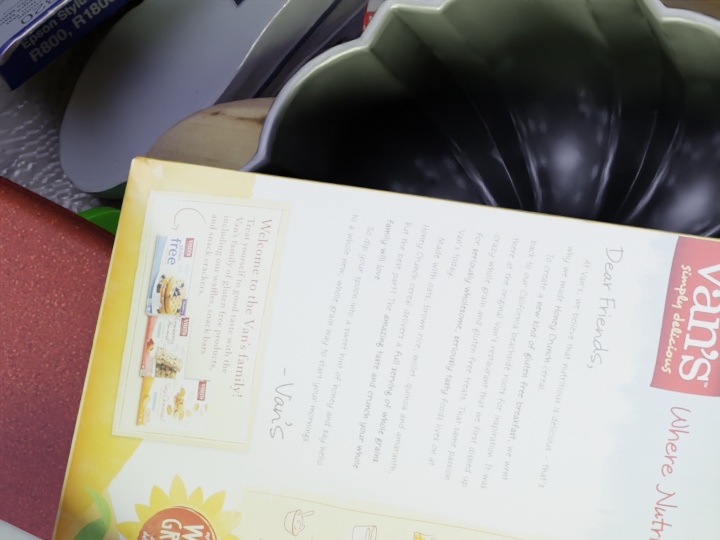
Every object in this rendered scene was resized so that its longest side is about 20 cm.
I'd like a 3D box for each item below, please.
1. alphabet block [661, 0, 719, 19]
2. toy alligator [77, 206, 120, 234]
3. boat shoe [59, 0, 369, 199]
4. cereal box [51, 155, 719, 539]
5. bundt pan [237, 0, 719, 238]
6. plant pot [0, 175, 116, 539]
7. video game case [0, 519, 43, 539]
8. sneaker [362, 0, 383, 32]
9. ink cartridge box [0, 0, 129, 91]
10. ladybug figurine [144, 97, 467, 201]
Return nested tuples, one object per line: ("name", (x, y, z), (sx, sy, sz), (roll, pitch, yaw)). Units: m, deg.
("alphabet block", (0.114, -0.192, 0.986), (0.200, 0.197, 0.195), (26, 45, 12))
("toy alligator", (-0.174, 0.007, 1.130), (0.200, 0.054, 0.059), (-4, 8, -28))
("boat shoe", (-0.035, -0.097, 1.172), (0.200, 0.066, 0.072), (-47, 50, 17))
("cereal box", (0.016, 0.051, 0.854), (0.200, 0.040, 0.144), (10, 82, 19))
("bundt pan", (0.057, 0.013, 0.910), (0.201, 0.076, 0.202), (-4, 77, 19))
("plant pot", (-0.114, 0.091, 1.000), (0.176, 0.200, 0.200), (11, 61, 18))
("video game case", (-0.067, 0.173, 0.875), (0.200, 0.183, 0.022), (25, 35, 7))
("sneaker", (0.060, -0.059, 1.056), (0.108, 0.067, 0.202), (-17, 48, 15))
("ink cartridge box", (-0.085, -0.155, 1.214), (0.199, 0.041, 0.200), (-38, 26, -4))
("ladybug figurine", (0.000, 0.000, 1.050), (0.072, 0.136, 0.200), (-28, 30, -36))
